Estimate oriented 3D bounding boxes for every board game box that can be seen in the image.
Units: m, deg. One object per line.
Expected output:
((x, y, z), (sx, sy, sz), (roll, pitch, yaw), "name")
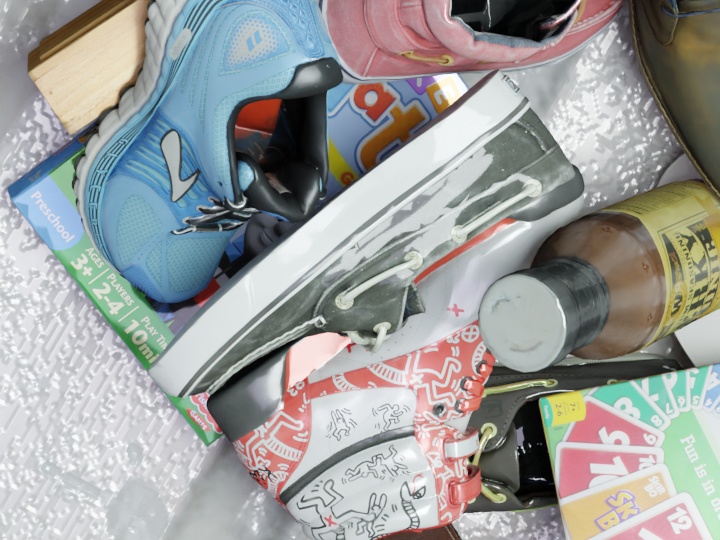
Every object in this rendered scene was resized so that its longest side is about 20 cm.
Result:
((-0.039, -0.038, 1.048), (0.200, 0.037, 0.151), (-38, 106, -1), "board game box")
((0.188, 0.087, 1.027), (0.199, 0.030, 0.096), (-11, 81, 4), "board game box")

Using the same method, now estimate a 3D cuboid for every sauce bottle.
((0.113, 0.004, 0.976), (0.064, 0.200, 0.065), (8, 106, 30), "sauce bottle")

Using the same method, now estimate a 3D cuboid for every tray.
((-0.056, -0.134, 0.991), (0.200, 0.099, 0.037), (-33, 103, -2), "tray")

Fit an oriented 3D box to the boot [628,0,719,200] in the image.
((0.144, -0.114, 0.971), (0.074, 0.097, 0.201), (-17, 92, 17), "boot")

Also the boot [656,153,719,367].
((0.201, 0.039, 1.097), (0.072, 0.090, 0.201), (-21, 79, 20), "boot")

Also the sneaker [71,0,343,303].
((-0.060, -0.043, 0.935), (0.078, 0.200, 0.090), (-20, 63, -31), "sneaker")

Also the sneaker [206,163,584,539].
((0.039, 0.045, 1.021), (0.201, 0.067, 0.108), (-35, 96, 4), "sneaker")

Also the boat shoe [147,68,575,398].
((0.000, 0.000, 0.953), (0.200, 0.071, 0.064), (-38, 94, 7), "boat shoe")

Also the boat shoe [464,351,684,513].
((0.071, 0.080, 1.080), (0.200, 0.061, 0.072), (-10, 104, -8), "boat shoe")

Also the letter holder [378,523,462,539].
((-0.024, 0.210, 1.049), (0.199, 0.142, 0.101), (-21, 105, -5), "letter holder")

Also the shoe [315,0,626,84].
((0.074, -0.121, 0.977), (0.200, 0.091, 0.072), (-16, 99, -42), "shoe")
